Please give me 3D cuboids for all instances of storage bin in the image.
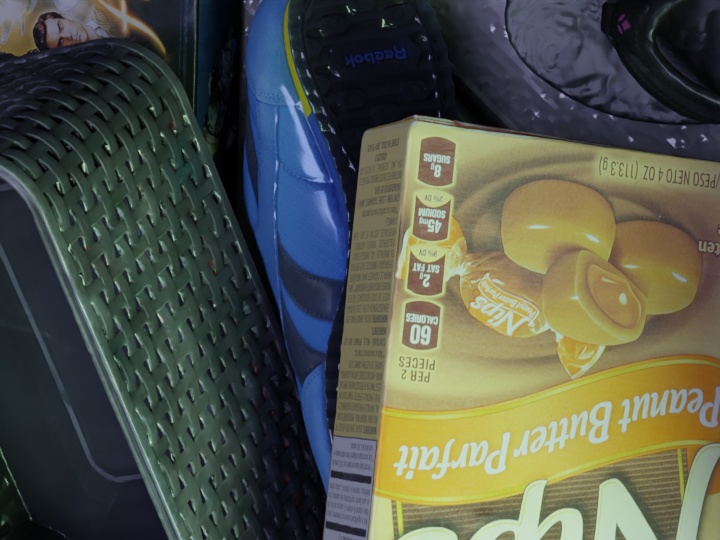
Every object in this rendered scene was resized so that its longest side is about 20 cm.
[{"bbox_3d":[-0.104,0.039,0.927,0.135,0.094,0.200,-9,113,32],"label":"storage bin"}]

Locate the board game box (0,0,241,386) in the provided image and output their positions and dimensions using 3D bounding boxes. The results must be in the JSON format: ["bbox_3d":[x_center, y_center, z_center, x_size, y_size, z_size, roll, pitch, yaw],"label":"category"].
[{"bbox_3d":[-0.108,-0.067,0.987,0.135,0.035,0.200,6,101,26],"label":"board game box"}]

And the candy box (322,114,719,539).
[{"bbox_3d":[0.052,0.060,0.857,0.115,0.055,0.200,6,86,-16],"label":"candy box"}]

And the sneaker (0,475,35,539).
[{"bbox_3d":[-0.158,0.129,1.029,0.088,0.075,0.200,-19,91,39],"label":"sneaker"}]

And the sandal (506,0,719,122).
[{"bbox_3d":[0.134,-0.073,0.850,0.200,0.048,0.075,11,103,24],"label":"sandal"}]

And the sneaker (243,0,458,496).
[{"bbox_3d":[0.000,0.000,0.919,0.078,0.066,0.200,150,113,-65],"label":"sneaker"}]
